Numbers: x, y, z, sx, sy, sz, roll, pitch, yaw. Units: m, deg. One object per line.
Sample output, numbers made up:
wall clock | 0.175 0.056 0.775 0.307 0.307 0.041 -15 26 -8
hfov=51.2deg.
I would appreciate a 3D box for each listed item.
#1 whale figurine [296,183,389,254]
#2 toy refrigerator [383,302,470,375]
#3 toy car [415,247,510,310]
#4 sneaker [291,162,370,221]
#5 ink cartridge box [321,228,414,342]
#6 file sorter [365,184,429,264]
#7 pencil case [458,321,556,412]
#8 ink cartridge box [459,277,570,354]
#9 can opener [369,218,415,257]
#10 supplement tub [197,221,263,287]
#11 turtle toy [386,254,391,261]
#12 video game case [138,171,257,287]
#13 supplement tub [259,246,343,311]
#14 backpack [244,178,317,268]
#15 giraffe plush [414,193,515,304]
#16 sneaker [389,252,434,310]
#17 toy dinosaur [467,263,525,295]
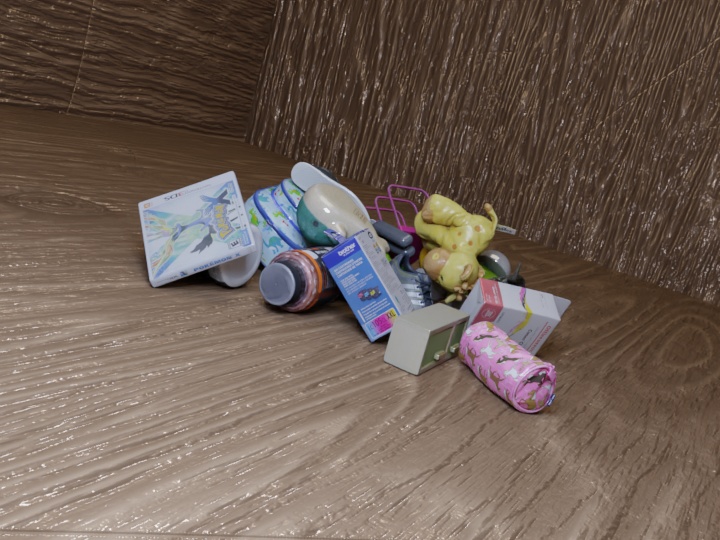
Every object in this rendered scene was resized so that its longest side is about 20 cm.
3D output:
whale figurine | -0.038 -0.075 1.445 0.199 0.104 0.159 39 23 -7
toy refrigerator | 0.117 0.111 1.246 0.069 0.077 0.199 21 12 23
toy car | 0.211 0.028 1.601 0.199 0.175 0.151 33 -24 18
sneaker | -0.049 -0.155 1.562 0.199 0.071 0.099 40 15 4
ink cartridge box | 0.008 0.007 1.300 0.202 0.076 0.136 61 13 -2
file sorter | 0.064 -0.085 1.683 0.138 0.200 0.127 5 59 -40
pencil case | 0.231 0.150 1.203 0.085 0.084 0.200 10 13 -23
ink cartridge box | 0.292 0.095 1.412 0.197 0.117 0.068 12 42 -15
can opener | 0.031 -0.069 1.554 0.066 0.054 0.199 -27 32 -23
supplement tub | -0.284 -0.057 1.363 0.198 0.124 0.122 22 14 27
turtle toy | 0.000 0.000 1.527 0.144 0.102 0.199 21 13 23
video game case | -0.282 -0.076 1.282 0.180 0.022 0.201 -20 49 -5
supplement tub | -0.098 0.014 1.326 0.106 0.108 0.199 20 12 21
backpack | -0.157 -0.097 1.555 0.183 0.147 0.200 49 21 2
giraffe plush | 0.183 -0.028 1.447 0.197 0.164 0.173 8 -31 26
sneaker | 0.105 0.050 1.401 0.073 0.081 0.201 -2 47 -52
toy dinosaur | 0.274 0.042 1.459 0.101 0.202 0.077 -1 42 -23
